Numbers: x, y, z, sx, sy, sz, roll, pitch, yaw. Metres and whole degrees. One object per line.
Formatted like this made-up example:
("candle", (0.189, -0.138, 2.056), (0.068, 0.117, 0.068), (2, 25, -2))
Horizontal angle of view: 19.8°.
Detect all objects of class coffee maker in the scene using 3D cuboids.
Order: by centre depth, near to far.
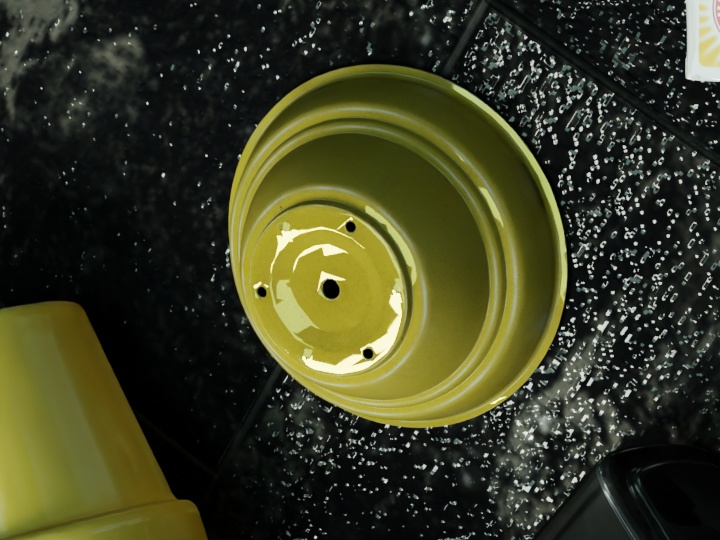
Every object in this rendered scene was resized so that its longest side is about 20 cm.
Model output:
("coffee maker", (0.106, 0.179, 1.039), (0.192, 0.135, 0.200), (44, 119, 9))

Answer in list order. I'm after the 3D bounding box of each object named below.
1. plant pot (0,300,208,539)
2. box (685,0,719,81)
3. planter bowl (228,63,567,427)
("plant pot", (-0.195, 0.126, 1.150), (0.200, 0.200, 0.190), (-20, 82, 30))
("box", (0.247, -0.140, 0.887), (0.199, 0.101, 0.113), (6, 108, 25))
("planter bowl", (0.000, 0.000, 1.066), (0.199, 0.083, 0.202), (9, 110, 24))
